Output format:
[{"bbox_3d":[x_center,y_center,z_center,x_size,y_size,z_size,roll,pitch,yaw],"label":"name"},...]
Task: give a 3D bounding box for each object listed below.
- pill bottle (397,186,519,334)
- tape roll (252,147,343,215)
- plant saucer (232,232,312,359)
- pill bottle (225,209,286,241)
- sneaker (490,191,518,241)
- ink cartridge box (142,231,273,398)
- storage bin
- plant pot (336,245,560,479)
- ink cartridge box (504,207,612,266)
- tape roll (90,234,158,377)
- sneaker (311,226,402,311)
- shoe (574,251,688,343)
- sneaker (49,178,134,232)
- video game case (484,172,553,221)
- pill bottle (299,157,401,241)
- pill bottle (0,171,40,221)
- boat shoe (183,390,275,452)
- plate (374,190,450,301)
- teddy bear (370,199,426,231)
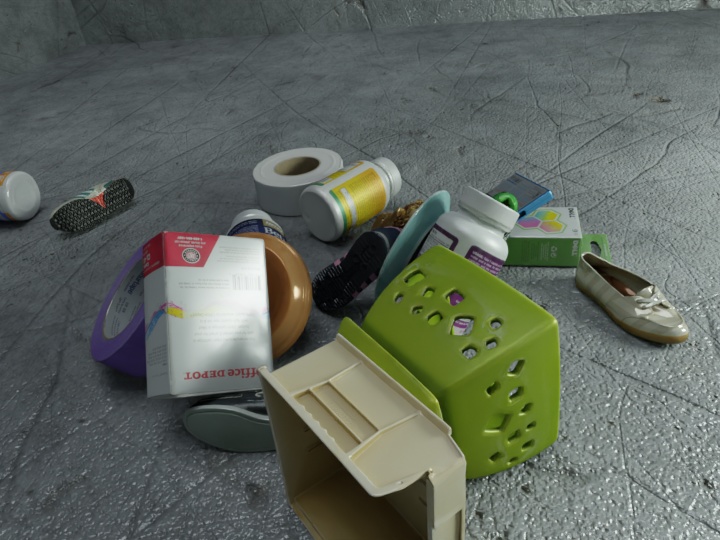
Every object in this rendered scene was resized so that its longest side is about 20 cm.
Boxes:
[{"bbox_3d":[0.138,-0.011,0.840,0.111,0.201,0.112,28,11,-6],"label":"pill bottle"},{"bbox_3d":[-0.132,-0.198,1.307,0.200,0.071,0.203,-5,33,3],"label":"tape roll"},{"bbox_3d":[-0.170,0.039,0.876,0.198,0.037,0.203,-3,77,12],"label":"plant saucer"},{"bbox_3d":[-0.176,-0.025,1.017,0.110,0.112,0.201,-13,34,-8],"label":"pill bottle"},{"bbox_3d":[0.179,-0.035,0.919,0.077,0.202,0.085,25,-2,10],"label":"sneaker"},{"bbox_3d":[-0.199,0.059,0.775,0.147,0.203,0.085,5,-14,-40],"label":"ink cartridge box"},{"bbox_3d":[0.004,0.200,0.567,0.093,0.202,0.198,-24,37,-27],"label":"storage bin"},{"bbox_3d":[0.091,0.123,0.675,0.180,0.201,0.199,-30,39,-19],"label":"plant pot"},{"bbox_3d":[0.323,-0.059,1.017,0.198,0.060,0.104,2,34,14],"label":"ink cartridge box"},{"bbox_3d":[-0.312,0.050,0.873,0.199,0.065,0.202,-30,43,33],"label":"tape roll"},{"bbox_3d":[0.000,0.000,0.923,0.082,0.071,0.200,-21,-12,-46],"label":"sneaker"},{"bbox_3d":[0.387,0.037,0.867,0.069,0.054,0.200,-20,35,-18],"label":"shoe"},{"bbox_3d":[-0.608,-0.142,1.334,0.093,0.071,0.200,-1,31,43],"label":"sneaker"},{"bbox_3d":[0.217,-0.092,1.029,0.199,0.018,0.143,-34,23,4],"label":"video game case"},{"bbox_3d":[-0.014,-0.148,1.169,0.112,0.114,0.199,23,44,38],"label":"pill bottle"},{"bbox_3d":[-0.858,-0.168,1.367,0.197,0.113,0.113,0,34,9],"label":"pill bottle"},{"bbox_3d":[-0.116,0.182,0.738,0.198,0.076,0.061,8,35,1],"label":"boat shoe"},{"bbox_3d":[0.088,-0.027,0.904,0.025,0.201,0.200,32,47,19],"label":"plate"},{"bbox_3d":[0.072,-0.060,1.019,0.146,0.066,0.200,-66,15,-19],"label":"teddy bear"}]
